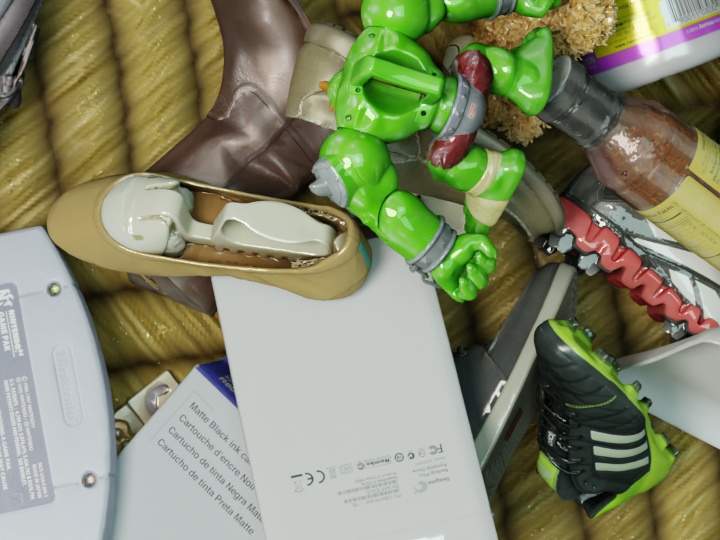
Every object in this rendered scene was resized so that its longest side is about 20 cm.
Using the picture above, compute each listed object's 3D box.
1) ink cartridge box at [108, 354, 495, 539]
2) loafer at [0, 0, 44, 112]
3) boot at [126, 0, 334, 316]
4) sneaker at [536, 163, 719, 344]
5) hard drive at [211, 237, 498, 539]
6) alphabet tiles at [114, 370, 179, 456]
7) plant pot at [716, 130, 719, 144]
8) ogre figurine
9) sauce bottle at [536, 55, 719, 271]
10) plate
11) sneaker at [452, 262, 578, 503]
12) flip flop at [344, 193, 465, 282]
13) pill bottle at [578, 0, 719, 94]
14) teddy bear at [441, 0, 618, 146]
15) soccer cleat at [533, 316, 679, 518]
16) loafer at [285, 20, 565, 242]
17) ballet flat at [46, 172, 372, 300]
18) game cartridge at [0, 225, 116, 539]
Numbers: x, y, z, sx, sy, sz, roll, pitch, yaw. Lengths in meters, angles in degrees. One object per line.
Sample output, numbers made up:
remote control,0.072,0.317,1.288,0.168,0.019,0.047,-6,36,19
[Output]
ink cartridge box,-0.056,0.156,1.219,0.200,0.041,0.200,41,91,15
loafer,-0.240,-0.102,1.236,0.063,0.072,0.200,32,90,-29
boot,-0.106,-0.093,1.260,0.186,0.064,0.200,43,87,-6
sneaker,0.211,-0.005,1.311,0.200,0.071,0.098,37,86,-7
hard drive,-0.005,0.083,1.201,0.132,0.027,0.200,-12,69,-4
alphabet tiles,-0.102,0.172,1.284,0.166,0.006,0.200,-38,96,-8
plant pot,0.340,-0.108,1.284,0.200,0.196,0.197,9,88,-5
ogre figurine,0.042,-0.097,1.157,0.120,0.098,0.200,19,100,-21
sauce bottle,0.188,-0.062,1.231,0.200,0.066,0.066,36,83,-21
plate,0.264,0.088,1.260,0.199,0.200,0.032,28,75,-9
sneaker,0.056,0.068,1.270,0.106,0.075,0.200,24,76,20
flip flop,0.000,0.000,1.277,0.200,0.058,0.081,-41,97,-11
pill bottle,0.164,-0.219,1.287,0.104,0.104,0.200,-21,93,-10
teddy bear,0.100,-0.176,1.239,0.145,0.200,0.067,50,37,14
soccer cleat,0.140,0.098,1.253,0.081,0.200,0.068,-39,53,-1
loafer,0.036,-0.074,1.242,0.200,0.076,0.067,36,92,-8
ballet flat,-0.091,-0.030,1.198,0.200,0.063,0.069,8,68,4
game cartridge,-0.218,0.079,1.216,0.133,0.041,0.200,-12,81,1
